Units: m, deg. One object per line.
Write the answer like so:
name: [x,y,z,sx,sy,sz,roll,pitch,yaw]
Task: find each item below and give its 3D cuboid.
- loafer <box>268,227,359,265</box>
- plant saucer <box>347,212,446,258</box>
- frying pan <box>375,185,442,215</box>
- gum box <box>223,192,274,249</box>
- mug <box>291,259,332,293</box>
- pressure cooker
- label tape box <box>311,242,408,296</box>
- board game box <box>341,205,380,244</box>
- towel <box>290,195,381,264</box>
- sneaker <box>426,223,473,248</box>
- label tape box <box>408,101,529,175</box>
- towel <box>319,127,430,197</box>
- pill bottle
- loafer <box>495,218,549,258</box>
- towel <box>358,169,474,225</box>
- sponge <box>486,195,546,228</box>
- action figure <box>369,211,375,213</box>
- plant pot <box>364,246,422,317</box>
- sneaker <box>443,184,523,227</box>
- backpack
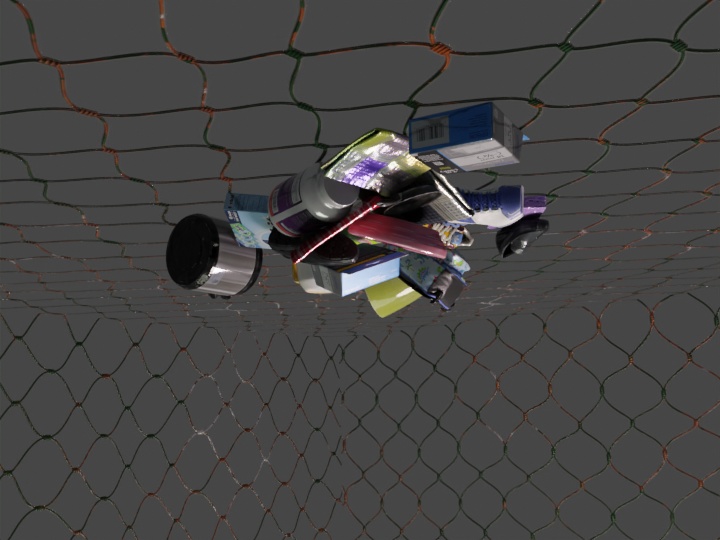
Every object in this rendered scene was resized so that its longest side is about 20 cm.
loafer: [-0.090,-0.046,1.680,0.199,0.069,0.070,10,159,24]
plant saucer: [0.076,-0.072,1.635,0.199,0.051,0.201,16,-179,0]
frying pan: [0.067,-0.124,1.523,0.189,0.031,0.115,-11,169,-38]
gum box: [-0.172,-0.097,1.758,0.198,0.045,0.170,6,156,6]
mug: [-0.095,-0.023,2.040,0.148,0.155,0.187,-2,170,-4]
pressure cooker: [-0.322,-0.028,1.908,0.175,0.180,0.199,-14,163,38]
label tape box: [0.000,0.000,1.782,0.143,0.064,0.200,-19,-163,-23]
board game box: [-0.038,-0.104,1.860,0.101,0.048,0.200,-8,163,29]
towel: [-0.046,-0.078,1.564,0.199,0.023,0.145,-36,-173,-2]
sneaker: [0.179,-0.094,1.841,0.090,0.075,0.199,38,-158,31]
label tape box: [0.185,-0.204,1.374,0.143,0.064,0.200,-7,168,28]
towel: [0.041,-0.184,1.444,0.143,0.023,0.199,-32,154,28]
pill bottle: [-0.086,-0.135,1.560,0.112,0.113,0.200,5,167,-33]
loafer: [0.373,-0.073,1.915,0.068,0.071,0.200,1,170,-18]
towel: [0.097,-0.148,1.633,0.191,0.035,0.200,-7,150,37]
sponge: [0.349,-0.130,1.883,0.111,0.030,0.200,-1,170,3]
action figure: [0.064,-0.121,1.831,0.117,0.055,0.200,-6,173,6]
plant pot: [0.122,0.006,2.234,0.199,0.189,0.187,-19,165,15]
sneaker: [0.230,-0.132,1.713,0.198,0.081,0.115,-6,171,30]
backpack: [0.166,-0.019,2.067,0.200,0.147,0.183,38,-177,23]
